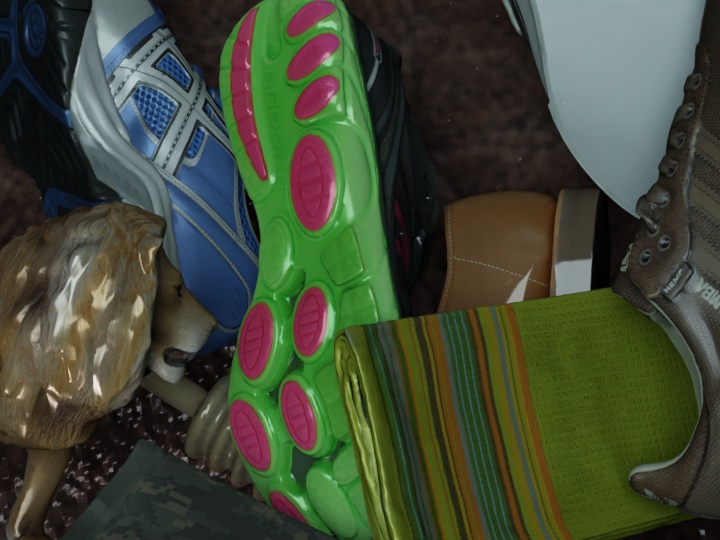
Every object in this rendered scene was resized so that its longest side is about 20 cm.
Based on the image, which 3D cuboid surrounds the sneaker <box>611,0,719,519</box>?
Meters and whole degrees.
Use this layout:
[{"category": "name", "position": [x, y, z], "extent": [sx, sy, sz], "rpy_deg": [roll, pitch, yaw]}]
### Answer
[{"category": "sneaker", "position": [0.119, -0.018, 0.730], "extent": [0.075, 0.070, 0.201], "rpy_deg": [-5, 78, 11]}]

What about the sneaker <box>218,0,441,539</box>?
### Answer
[{"category": "sneaker", "position": [0.000, 0.000, 0.776], "extent": [0.076, 0.084, 0.201], "rpy_deg": [-8, 78, 37]}]

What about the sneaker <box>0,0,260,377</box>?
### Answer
[{"category": "sneaker", "position": [-0.086, -0.056, 0.823], "extent": [0.077, 0.076, 0.201], "rpy_deg": [-8, 73, -32]}]

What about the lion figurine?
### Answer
[{"category": "lion figurine", "position": [-0.130, 0.030, 0.766], "extent": [0.200, 0.072, 0.123], "rpy_deg": [12, 90, 53]}]

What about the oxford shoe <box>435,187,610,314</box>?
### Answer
[{"category": "oxford shoe", "position": [0.048, 0.068, 0.790], "extent": [0.071, 0.071, 0.201], "rpy_deg": [2, 73, 12]}]

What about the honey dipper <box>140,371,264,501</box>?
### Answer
[{"category": "honey dipper", "position": [-0.100, 0.024, 0.829], "extent": [0.200, 0.038, 0.038], "rpy_deg": [32, 89, 13]}]

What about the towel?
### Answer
[{"category": "towel", "position": [0.081, 0.048, 0.747], "extent": [0.199, 0.018, 0.086], "rpy_deg": [-9, 83, -36]}]

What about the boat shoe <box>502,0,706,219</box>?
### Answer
[{"category": "boat shoe", "position": [0.084, -0.111, 0.800], "extent": [0.070, 0.064, 0.201], "rpy_deg": [-25, 94, 8]}]

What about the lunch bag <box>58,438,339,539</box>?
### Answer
[{"category": "lunch bag", "position": [-0.045, 0.186, 0.715], "extent": [0.163, 0.118, 0.201], "rpy_deg": [25, 115, 6]}]
